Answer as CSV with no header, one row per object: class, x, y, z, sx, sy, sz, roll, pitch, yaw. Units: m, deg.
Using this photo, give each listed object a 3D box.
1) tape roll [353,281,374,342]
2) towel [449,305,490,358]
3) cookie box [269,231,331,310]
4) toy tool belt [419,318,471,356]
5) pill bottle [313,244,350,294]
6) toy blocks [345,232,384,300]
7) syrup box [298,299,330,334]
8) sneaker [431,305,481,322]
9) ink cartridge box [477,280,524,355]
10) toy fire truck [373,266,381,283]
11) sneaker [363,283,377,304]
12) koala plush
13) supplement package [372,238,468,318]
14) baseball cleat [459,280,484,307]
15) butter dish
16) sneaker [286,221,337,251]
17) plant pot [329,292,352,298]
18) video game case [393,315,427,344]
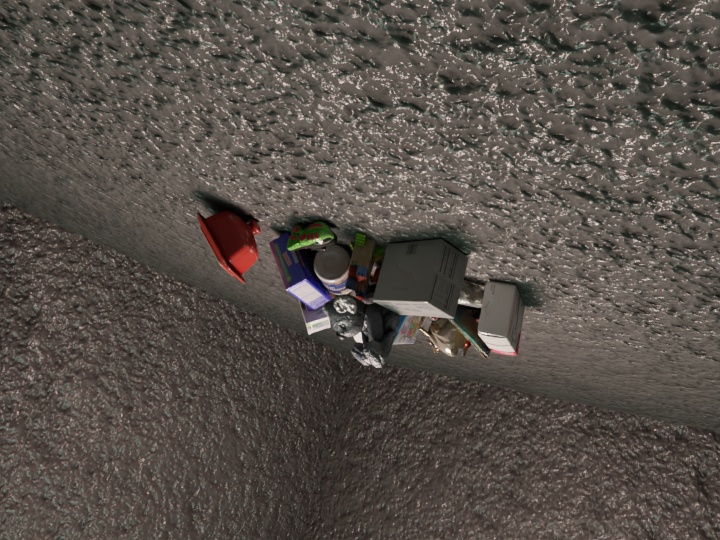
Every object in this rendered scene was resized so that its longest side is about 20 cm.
tape roll,0.025,0.142,1.881,0.036,0.209,0.203,12,165,17
towel,0.314,0.155,1.646,0.200,0.022,0.146,47,-156,3
cookie box,-0.178,0.005,1.686,0.074,0.174,0.200,-28,152,8
toy tool belt,0.259,0.193,1.700,0.120,0.129,0.199,14,179,28
pill bottle,-0.069,0.007,1.677,0.108,0.114,0.200,13,165,12
toy blocks,0.000,0.000,1.520,0.097,0.141,0.201,15,165,6
syrup box,-0.160,0.092,1.806,0.076,0.204,0.082,-16,149,-8
sneaker,0.300,0.136,1.784,0.195,0.083,0.075,9,166,27
ink cartridge box,0.389,0.135,1.534,0.080,0.151,0.200,7,163,26
toy fire truck,0.147,0.038,1.666,0.139,0.050,0.197,28,163,-40
sneaker,0.074,0.110,1.656,0.075,0.115,0.201,-33,122,14
koala plush,-0.006,0.131,1.502,0.196,0.188,0.177,29,166,-9
supplement package,0.147,0.021,1.386,0.109,0.160,0.197,27,162,-35
baseball cleat,0.252,0.066,1.564,0.195,0.070,0.108,25,136,5
butter dish,-0.356,-0.091,1.620,0.202,0.146,0.200,56,175,15
sneaker,-0.135,-0.079,1.516,0.083,0.079,0.197,31,162,-33
plant pot,-0.085,0.068,1.876,0.090,0.206,0.201,-21,171,-12
video game case,0.149,0.144,1.606,0.018,0.146,0.199,30,-173,24
